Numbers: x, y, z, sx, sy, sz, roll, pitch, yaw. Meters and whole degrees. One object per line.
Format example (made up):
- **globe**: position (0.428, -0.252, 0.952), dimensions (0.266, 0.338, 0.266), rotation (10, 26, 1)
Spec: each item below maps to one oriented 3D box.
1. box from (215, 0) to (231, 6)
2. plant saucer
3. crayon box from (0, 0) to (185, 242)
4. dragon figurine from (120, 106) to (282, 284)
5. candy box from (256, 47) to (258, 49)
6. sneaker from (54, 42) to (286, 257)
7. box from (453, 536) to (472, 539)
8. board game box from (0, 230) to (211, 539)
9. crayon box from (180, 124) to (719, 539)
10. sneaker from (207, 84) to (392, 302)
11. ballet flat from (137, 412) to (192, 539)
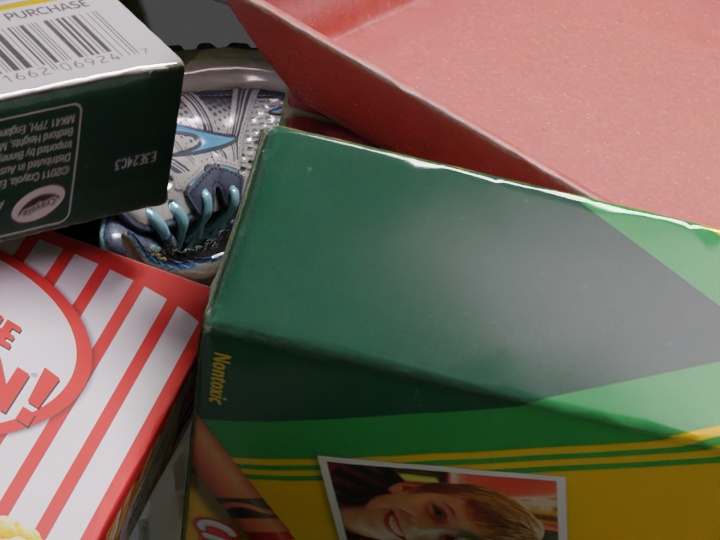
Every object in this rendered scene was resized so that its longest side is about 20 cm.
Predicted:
- **box**: position (-0.041, -0.153, 1.037), dimensions (0.199, 0.118, 0.196), rotation (15, 2, -36)
- **plant saucer**: position (0.089, -0.050, 0.843), dimensions (0.199, 0.037, 0.200), rotation (31, 35, 24)
- **crayon box**: position (-0.155, -0.076, 0.856), dimensions (0.125, 0.052, 0.200), rotation (-14, 41, -32)
- **dragon figurine**: position (0.008, -0.037, 0.943), dimensions (0.199, 0.059, 0.100), rotation (0, 78, -24)
- **candy box**: position (0.062, -0.042, 1.050), dimensions (0.199, 0.027, 0.102), rotation (16, -11, 5)
- **sneaker**: position (-0.073, -0.024, 0.964), dimensions (0.199, 0.078, 0.087), rotation (8, 49, -29)
- **box**: position (0.050, 0.170, 0.688), dimensions (0.199, 0.176, 0.097), rotation (28, 54, -18)
- **board game box**: position (-0.132, 0.045, 0.774), dimensions (0.151, 0.047, 0.200), rotation (19, 30, 2)
- **crayon box**: position (0.048, 0.063, 0.674), dimensions (0.171, 0.200, 0.059), rotation (14, 58, 3)
- **sneaker**: position (0.000, 0.000, 0.848), dimensions (0.073, 0.088, 0.200), rotation (18, 36, 6)
- **ballet flat**: position (-0.019, 0.088, 0.859), dimensions (0.073, 0.073, 0.201), rotation (-2, 51, -49)
